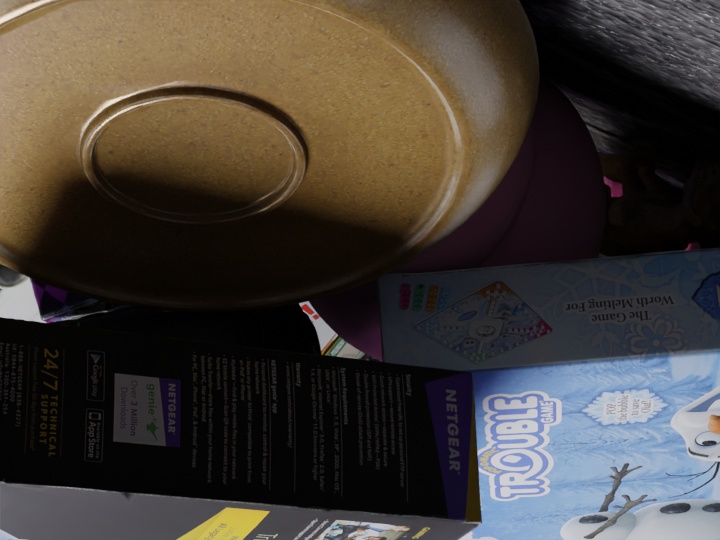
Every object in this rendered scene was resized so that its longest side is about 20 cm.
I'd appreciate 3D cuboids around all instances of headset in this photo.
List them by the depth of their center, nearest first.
[{"bbox_3d":[-0.061,0.054,0.702,0.123,0.095,0.199,-14,169,34],"label":"headset"}]

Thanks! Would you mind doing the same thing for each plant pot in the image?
[{"bbox_3d":[-0.047,-0.040,0.549,0.198,0.028,0.201,-1,148,-1],"label":"plant pot"}]

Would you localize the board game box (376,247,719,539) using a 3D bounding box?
[{"bbox_3d":[0.112,0.057,0.702,0.197,0.044,0.200,-4,151,4],"label":"board game box"}]

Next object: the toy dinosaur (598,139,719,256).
[{"bbox_3d":[0.119,-0.023,0.856,0.105,0.061,0.200,22,-179,0],"label":"toy dinosaur"}]

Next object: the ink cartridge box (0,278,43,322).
[{"bbox_3d":[-0.142,0.045,1.041,0.200,0.068,0.115,43,-177,-2],"label":"ink cartridge box"}]

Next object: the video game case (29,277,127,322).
[{"bbox_3d":[-0.123,-0.059,0.834,0.036,0.202,0.181,-20,166,5],"label":"video game case"}]

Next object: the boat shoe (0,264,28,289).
[{"bbox_3d":[-0.179,-0.070,0.907,0.062,0.072,0.201,43,155,25],"label":"boat shoe"}]

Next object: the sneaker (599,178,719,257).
[{"bbox_3d":[0.165,-0.006,1.003,0.199,0.079,0.095,29,-157,6],"label":"sneaker"}]

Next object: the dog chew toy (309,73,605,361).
[{"bbox_3d":[0.012,-0.039,0.680,0.124,0.125,0.200,24,173,29],"label":"dog chew toy"}]

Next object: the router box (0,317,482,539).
[{"bbox_3d":[-0.070,0.083,0.644,0.156,0.053,0.200,8,154,-21],"label":"router box"}]

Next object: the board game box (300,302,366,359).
[{"bbox_3d":[0.000,0.000,0.977,0.046,0.200,0.151,39,-177,9],"label":"board game box"}]
